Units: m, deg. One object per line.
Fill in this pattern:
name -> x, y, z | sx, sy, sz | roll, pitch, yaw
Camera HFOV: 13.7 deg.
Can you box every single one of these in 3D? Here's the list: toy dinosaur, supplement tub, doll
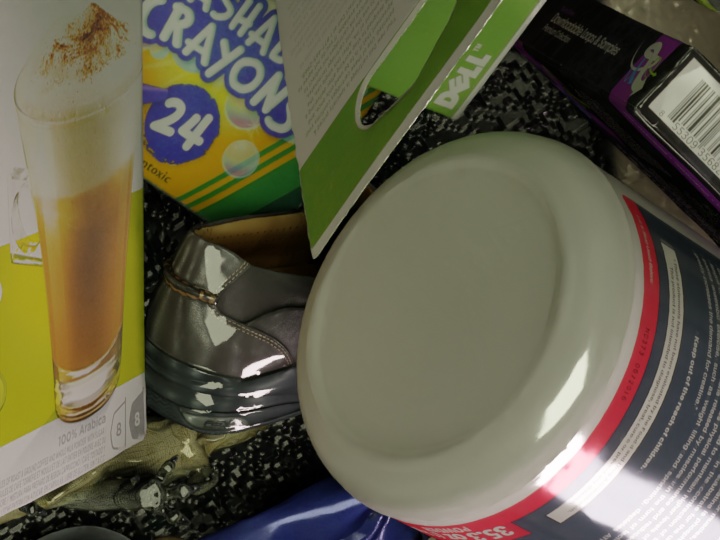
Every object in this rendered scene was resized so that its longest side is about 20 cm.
toy dinosaur -> -0.108, 0.079, 1.166 | 0.199, 0.088, 0.048 | -16, 96, -7
supplement tub -> 0.087, 0.048, 1.065 | 0.200, 0.140, 0.141 | 30, 97, -43
doll -> 0.019, 0.081, 1.174 | 0.200, 0.049, 0.137 | -30, 151, -3

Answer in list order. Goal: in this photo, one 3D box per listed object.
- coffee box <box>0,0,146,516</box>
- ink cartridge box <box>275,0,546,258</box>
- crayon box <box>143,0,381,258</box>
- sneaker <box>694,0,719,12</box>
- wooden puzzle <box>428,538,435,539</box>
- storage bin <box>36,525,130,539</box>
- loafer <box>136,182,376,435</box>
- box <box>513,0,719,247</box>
coffee box -> -0.205, -0.024, 1.008 | 0.199, 0.200, 0.198 | 7, 104, 23
ink cartridge box -> 0.037, -0.108, 0.999 | 0.076, 0.200, 0.148 | 19, 130, -24
crayon box -> -0.033, -0.122, 1.132 | 0.126, 0.052, 0.200 | 34, 91, -28
sneaker -> 0.211, -0.136, 1.152 | 0.200, 0.083, 0.072 | -28, 134, -22
wooden puzzle -> 0.019, 0.214, 1.248 | 0.185, 0.037, 0.201 | -17, 105, -6
storage bin -> -0.161, 0.196, 1.144 | 0.200, 0.134, 0.146 | -24, 105, 5
loafer -> 0.000, 0.000, 1.131 | 0.200, 0.073, 0.072 | -23, 135, -46
box -> 0.132, -0.041, 1.124 | 0.143, 0.200, 0.036 | 43, 90, -17
